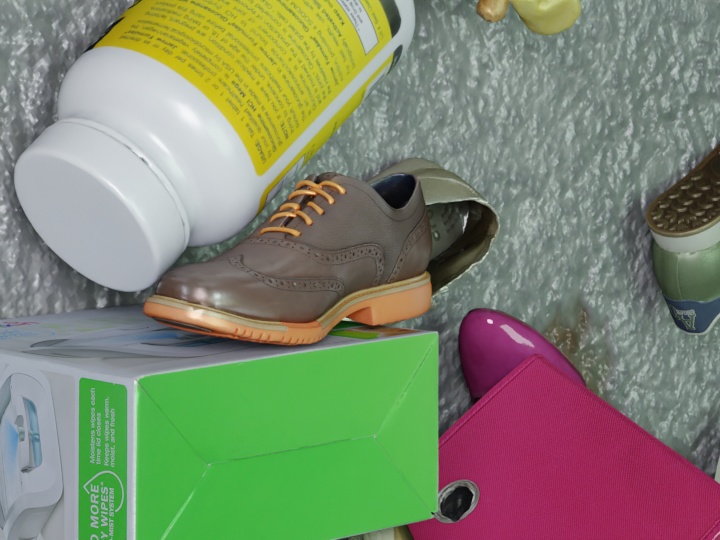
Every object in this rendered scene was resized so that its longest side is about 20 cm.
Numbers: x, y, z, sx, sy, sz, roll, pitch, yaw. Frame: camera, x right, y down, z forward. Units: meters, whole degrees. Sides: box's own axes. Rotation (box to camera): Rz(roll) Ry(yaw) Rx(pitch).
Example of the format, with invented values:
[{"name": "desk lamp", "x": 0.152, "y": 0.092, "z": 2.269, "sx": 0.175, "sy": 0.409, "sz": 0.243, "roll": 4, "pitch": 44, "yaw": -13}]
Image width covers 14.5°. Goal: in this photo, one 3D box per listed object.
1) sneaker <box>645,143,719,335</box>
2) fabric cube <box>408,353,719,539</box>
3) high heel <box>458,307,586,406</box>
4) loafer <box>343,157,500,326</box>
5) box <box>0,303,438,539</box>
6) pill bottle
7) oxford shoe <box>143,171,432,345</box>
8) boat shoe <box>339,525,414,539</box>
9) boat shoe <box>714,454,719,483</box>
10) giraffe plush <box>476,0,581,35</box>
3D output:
[{"name": "sneaker", "x": 0.247, "y": -0.030, "z": 1.761, "sx": 0.200, "sy": 0.067, "sz": 0.090, "roll": -33, "pitch": 126, "yaw": -39}, {"name": "fabric cube", "x": 0.124, "y": 0.204, "z": 1.515, "sx": 0.196, "sy": 0.199, "sz": 0.200, "roll": -44, "pitch": 127, "yaw": -7}, {"name": "high heel", "x": 0.094, "y": 0.112, "z": 1.603, "sx": 0.200, "sy": 0.067, "sz": 0.096, "roll": 57, "pitch": 45, "yaw": -39}, {"name": "loafer", "x": 0.000, "y": 0.000, "z": 1.491, "sx": 0.200, "sy": 0.068, "sz": 0.076, "roll": -40, "pitch": 122, "yaw": -36}, {"name": "box", "x": -0.092, "y": 0.075, "z": 1.324, "sx": 0.200, "sy": 0.176, "sz": 0.097, "roll": -7, "pitch": 101, "yaw": -46}, {"name": "pill bottle", "x": -0.072, "y": -0.086, "z": 1.361, "sx": 0.200, "sy": 0.112, "sz": 0.113, "roll": -48, "pitch": 127, "yaw": -32}, {"name": "oxford shoe", "x": -0.033, "y": -0.009, "z": 1.308, "sx": 0.200, "sy": 0.071, "sz": 0.073, "roll": -13, "pitch": 111, "yaw": -59}, {"name": "boat shoe", "x": -0.015, "y": 0.122, "z": 1.431, "sx": 0.066, "sy": 0.201, "sz": 0.072, "roll": -23, "pitch": 117, "yaw": -3}, {"name": "boat shoe", "x": 0.234, "y": 0.192, "z": 1.769, "sx": 0.200, "sy": 0.072, "sz": 0.068, "roll": -67, "pitch": 159, "yaw": -10}, {"name": "giraffe plush", "x": 0.087, "y": -0.218, "z": 1.508, "sx": 0.162, "sy": 0.172, "sz": 0.200, "roll": -64, "pitch": 169, "yaw": 14}]
